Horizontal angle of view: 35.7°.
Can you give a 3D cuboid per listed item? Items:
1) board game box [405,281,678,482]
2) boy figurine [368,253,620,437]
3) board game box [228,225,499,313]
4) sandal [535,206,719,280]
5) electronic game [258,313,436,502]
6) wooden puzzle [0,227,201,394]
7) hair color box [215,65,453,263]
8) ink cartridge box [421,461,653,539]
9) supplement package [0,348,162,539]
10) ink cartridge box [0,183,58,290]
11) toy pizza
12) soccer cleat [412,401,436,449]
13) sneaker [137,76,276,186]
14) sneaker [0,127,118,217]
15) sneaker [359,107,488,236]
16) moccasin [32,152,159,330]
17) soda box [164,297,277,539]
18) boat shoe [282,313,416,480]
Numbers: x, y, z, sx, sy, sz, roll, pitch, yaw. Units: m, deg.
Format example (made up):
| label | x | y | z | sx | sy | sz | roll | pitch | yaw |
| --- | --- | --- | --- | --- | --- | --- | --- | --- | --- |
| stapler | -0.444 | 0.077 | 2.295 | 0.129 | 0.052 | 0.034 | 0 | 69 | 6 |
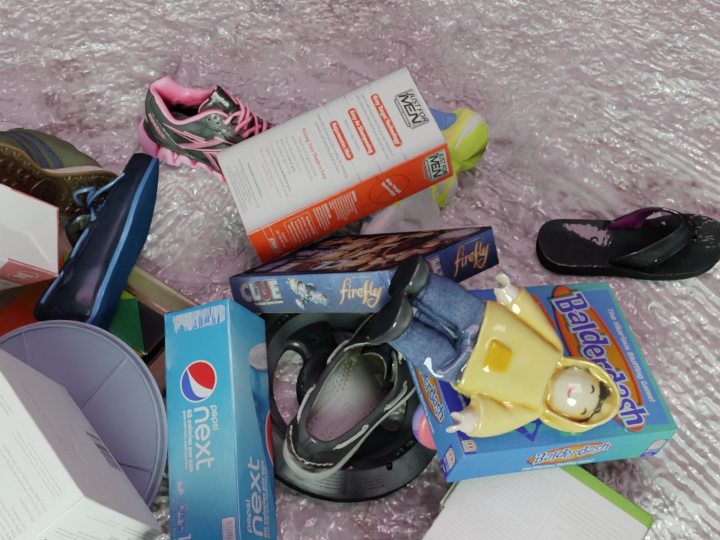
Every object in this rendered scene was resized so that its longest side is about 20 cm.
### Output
| label | x | y | z | sx | sy | sz | roll | pitch | yaw |
| --- | --- | --- | --- | --- | --- | --- | --- | --- | --- |
| board game box | 0.142 | 0.086 | 0.919 | 0.197 | 0.045 | 0.153 | -3 | 53 | -23 |
| boy figurine | 0.103 | 0.071 | 0.832 | 0.199 | 0.064 | 0.125 | 30 | 73 | -11 |
| board game box | 0.000 | 0.000 | 0.958 | 0.198 | 0.035 | 0.135 | -2 | 15 | 45 |
| sandal | 0.274 | -0.029 | 1.102 | 0.197 | 0.048 | 0.076 | -4 | 56 | -9 |
| electronic game | -0.018 | 0.105 | 0.977 | 0.197 | 0.042 | 0.202 | 7 | 56 | -11 |
| wooden puzzle | -0.254 | 0.066 | 0.980 | 0.184 | 0.037 | 0.201 | 30 | 58 | 13 |
| hair color box | -0.024 | -0.098 | 1.037 | 0.198 | 0.061 | 0.102 | -24 | 60 | 0 |
| ink cartridge box | 0.116 | 0.241 | 0.881 | 0.147 | 0.076 | 0.200 | 33 | 59 | 15 |
| supplement package | -0.280 | 0.183 | 0.791 | 0.200 | 0.151 | 0.152 | -40 | 67 | -5 |
| ink cartridge box | -0.369 | -0.018 | 0.944 | 0.198 | 0.116 | 0.068 | -12 | 73 | 24 |
| toy pizza | -0.248 | 0.141 | 0.902 | 0.197 | 0.032 | 0.203 | -2 | 76 | 8 |
| soccer cleat | 0.109 | 0.091 | 0.988 | 0.199 | 0.067 | 0.076 | -32 | 35 | -31 |
| sneaker | -0.127 | -0.136 | 1.100 | 0.197 | 0.096 | 0.080 | 16 | 53 | 3 |
| sneaker | -0.320 | -0.095 | 1.023 | 0.089 | 0.068 | 0.199 | 34 | 16 | 32 |
| sneaker | 0.040 | -0.093 | 1.117 | 0.104 | 0.076 | 0.200 | 23 | 54 | 32 |
| moccasin | -0.233 | -0.034 | 0.995 | 0.067 | 0.081 | 0.201 | 12 | 48 | 4 |
| soda box | -0.112 | 0.131 | 0.897 | 0.063 | 0.068 | 0.203 | -13 | 67 | 19 |
| boat shoe | 0.006 | 0.085 | 0.934 | 0.074 | 0.061 | 0.200 | 38 | 57 | 11 |
